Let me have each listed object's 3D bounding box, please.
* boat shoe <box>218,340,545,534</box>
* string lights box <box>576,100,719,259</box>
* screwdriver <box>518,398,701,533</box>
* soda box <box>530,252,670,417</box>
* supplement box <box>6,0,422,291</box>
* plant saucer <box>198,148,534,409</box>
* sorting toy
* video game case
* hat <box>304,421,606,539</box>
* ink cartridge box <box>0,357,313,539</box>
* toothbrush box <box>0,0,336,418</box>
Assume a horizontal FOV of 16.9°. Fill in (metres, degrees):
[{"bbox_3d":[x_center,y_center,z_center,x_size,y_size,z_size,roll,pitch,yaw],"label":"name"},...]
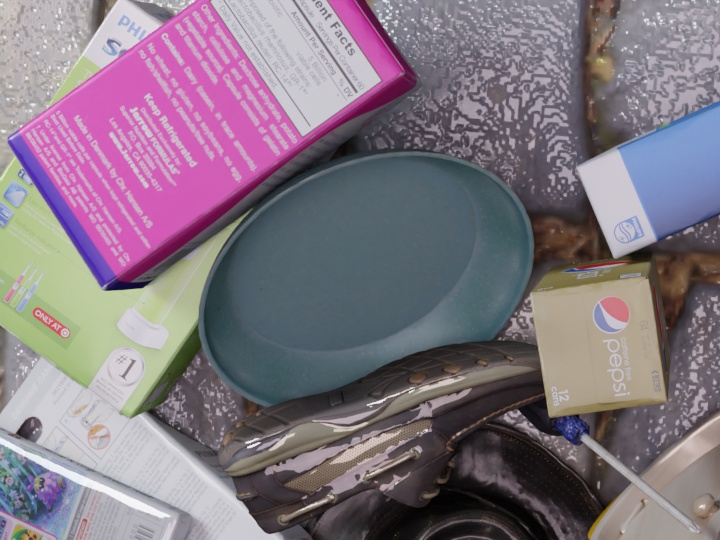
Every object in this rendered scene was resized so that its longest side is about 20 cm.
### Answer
[{"bbox_3d":[0.020,0.096,1.391,0.199,0.075,0.074,-18,102,6],"label":"boat shoe"},{"bbox_3d":[0.225,-0.073,1.357,0.199,0.103,0.059,-23,89,10],"label":"string lights box"},{"bbox_3d":[0.132,0.098,1.350,0.028,0.200,0.029,-46,120,-3],"label":"screwdriver"},{"bbox_3d":[0.134,0.033,1.329,0.064,0.200,0.068,-9,93,9],"label":"soda box"},{"bbox_3d":[-0.076,-0.086,1.320,0.200,0.101,0.104,-34,87,5],"label":"supplement box"},{"bbox_3d":[0.000,0.000,1.382,0.200,0.200,0.036,-33,46,9],"label":"plant saucer"},{"bbox_3d":[0.211,0.208,1.354,0.107,0.200,0.180,-36,100,28],"label":"sorting toy"},{"bbox_3d":[-0.212,0.206,1.454,0.182,0.024,0.201,21,93,23],"label":"video game case"},{"bbox_3d":[0.053,0.189,1.412,0.200,0.081,0.202,1,95,9],"label":"hat"},{"bbox_3d":[-0.150,0.164,1.470,0.200,0.057,0.163,41,99,25],"label":"ink cartridge box"},{"bbox_3d":[-0.128,-0.037,1.423,0.145,0.086,0.200,35,98,5],"label":"toothbrush box"}]
